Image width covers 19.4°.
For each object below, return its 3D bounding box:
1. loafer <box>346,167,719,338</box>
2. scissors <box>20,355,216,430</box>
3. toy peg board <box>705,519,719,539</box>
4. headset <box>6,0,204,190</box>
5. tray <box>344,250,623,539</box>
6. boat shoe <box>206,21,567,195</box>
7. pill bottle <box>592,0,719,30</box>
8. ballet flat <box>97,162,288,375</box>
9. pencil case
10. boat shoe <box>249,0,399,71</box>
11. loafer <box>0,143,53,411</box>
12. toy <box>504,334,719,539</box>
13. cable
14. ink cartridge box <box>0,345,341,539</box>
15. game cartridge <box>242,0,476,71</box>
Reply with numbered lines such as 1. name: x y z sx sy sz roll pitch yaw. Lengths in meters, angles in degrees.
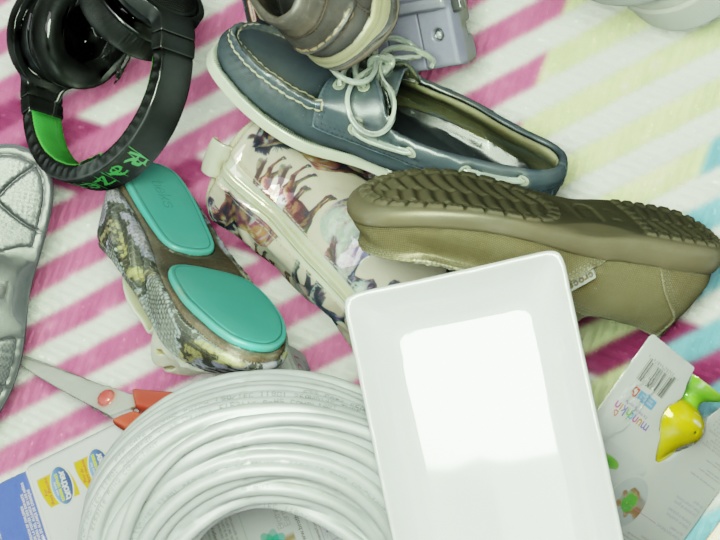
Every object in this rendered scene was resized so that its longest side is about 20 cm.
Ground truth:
1. loafer: 0.087 -0.003 1.063 0.198 0.076 0.068 9 107 -12
2. scissors: -0.133 0.079 1.147 0.199 0.014 0.073 4 57 33
3. toy peg board: 0.239 0.184 0.996 0.199 0.098 0.200 38 91 21
4. headset: -0.133 -0.141 1.188 0.123 0.094 0.202 -18 67 40
5. tray: 0.064 0.099 0.994 0.107 0.022 0.202 -12 87 3
6. boat shoe: 0.015 -0.083 1.108 0.199 0.075 0.062 31 133 2
7. pill bottle: 0.122 -0.202 1.055 0.112 0.200 0.113 -18 57 31
8. ballet flat: -0.093 0.016 1.131 0.072 0.072 0.201 -43 39 5
9. pencil case: 0.000 0.000 1.118 0.200 0.089 0.078 46 107 21
10. boat shoe: -0.041 -0.196 1.067 0.074 0.073 0.201 -37 60 24
11. loafer: -0.224 0.025 1.212 0.071 0.063 0.201 20 89 -9
12. toy: 0.107 0.129 1.056 0.200 0.115 0.047 -52 41 3
13. cable: -0.043 0.146 1.060 0.199 0.069 0.201 -18 114 6
14. ink cartridge box: -0.102 0.136 1.149 0.199 0.042 0.120 -25 70 8
15. game cartridge: -0.016 -0.202 1.143 0.129 0.038 0.201 -7 101 27
